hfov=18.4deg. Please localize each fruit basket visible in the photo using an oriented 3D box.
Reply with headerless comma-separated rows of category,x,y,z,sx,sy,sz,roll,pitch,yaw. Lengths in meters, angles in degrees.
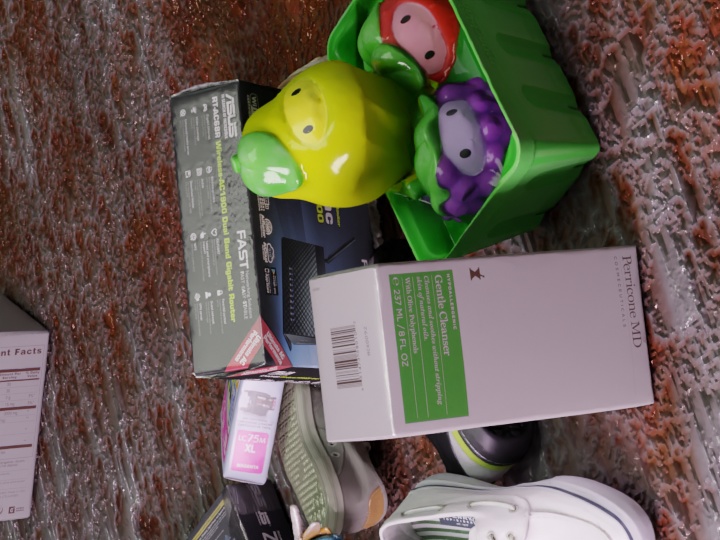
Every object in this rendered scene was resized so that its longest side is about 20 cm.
fruit basket,0.024,-0.106,1.451,0.156,0.215,0.216,-53,50,43

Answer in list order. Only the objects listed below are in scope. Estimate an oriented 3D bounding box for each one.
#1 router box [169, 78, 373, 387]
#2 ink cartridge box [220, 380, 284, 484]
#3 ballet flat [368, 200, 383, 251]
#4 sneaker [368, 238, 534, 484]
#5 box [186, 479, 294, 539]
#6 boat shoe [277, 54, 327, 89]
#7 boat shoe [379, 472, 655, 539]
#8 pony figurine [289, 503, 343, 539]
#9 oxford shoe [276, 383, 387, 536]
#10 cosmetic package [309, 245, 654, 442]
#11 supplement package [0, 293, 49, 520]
router box,-0.055,-0.022,1.535,0.062,0.150,0.200,-10,81,31
ink cartridge box,-0.075,0.049,1.724,0.119,0.042,0.200,-102,24,-68
ballet flat,0.000,0.000,1.628,0.072,0.072,0.200,-20,74,56
sneaker,0.048,0.071,1.546,0.083,0.072,0.200,-58,47,43
box,-0.104,0.290,1.820,0.200,0.049,0.161,-54,51,44
boat shoe,-0.060,-0.100,1.710,0.072,0.065,0.200,43,137,-1
boat shoe,0.098,0.178,1.448,0.200,0.067,0.074,-4,114,47
pony figurine,-0.041,0.282,1.608,0.200,0.166,0.193,-46,62,56
oxford shoe,-0.024,0.133,1.683,0.200,0.058,0.075,-116,28,-55
cosmetic package,0.076,0.044,1.382,0.085,0.200,0.108,-12,85,58
supplement package,-0.388,0.135,2.184,0.117,0.117,0.200,31,117,53
